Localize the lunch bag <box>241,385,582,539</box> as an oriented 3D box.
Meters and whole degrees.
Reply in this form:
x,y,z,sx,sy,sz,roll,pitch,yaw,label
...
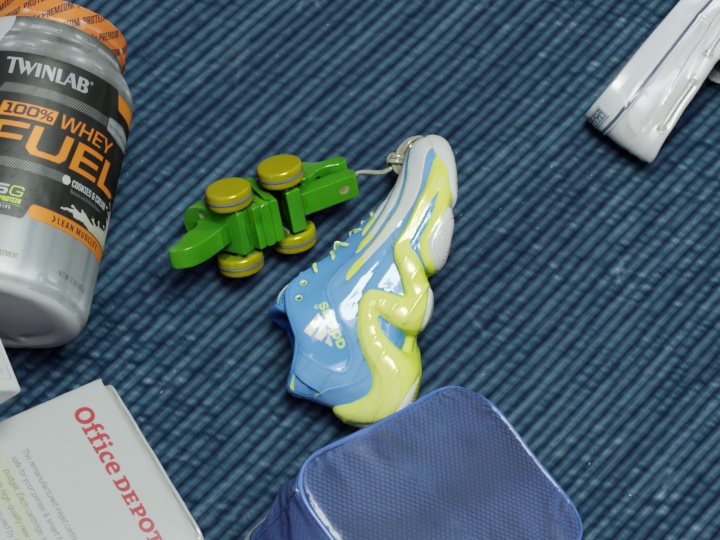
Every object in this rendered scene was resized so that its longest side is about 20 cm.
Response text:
x,y,z,sx,sy,sz,roll,pitch,yaw,label
0.016,0.177,1.492,0.199,0.132,0.136,-22,69,-42,lunch bag

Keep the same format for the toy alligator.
x,y,z,sx,sy,sz,roll,pitch,yaw,label
-0.048,-0.050,1.631,0.199,0.060,0.054,-25,32,-25,toy alligator

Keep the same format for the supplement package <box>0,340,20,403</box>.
x,y,z,sx,sy,sz,roll,pitch,yaw,label
-0.328,0.048,1.454,0.199,0.111,0.156,-31,73,21,supplement package

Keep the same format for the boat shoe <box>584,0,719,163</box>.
x,y,z,sx,sy,sz,roll,pitch,yaw,label
0.237,-0.156,1.715,0.065,0.074,0.200,41,78,2,boat shoe

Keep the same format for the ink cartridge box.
x,y,z,sx,sy,sz,roll,pitch,yaw,label
-0.206,0.174,1.474,0.199,0.084,0.145,-23,54,-17,ink cartridge box

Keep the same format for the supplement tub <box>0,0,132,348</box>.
x,y,z,sx,sy,sz,roll,pitch,yaw,label
-0.212,-0.062,1.564,0.122,0.123,0.201,11,68,-5,supplement tub

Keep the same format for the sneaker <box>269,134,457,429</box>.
x,y,z,sx,sy,sz,roll,pitch,yaw,label
0.000,0.000,1.600,0.104,0.076,0.201,12,72,-3,sneaker
